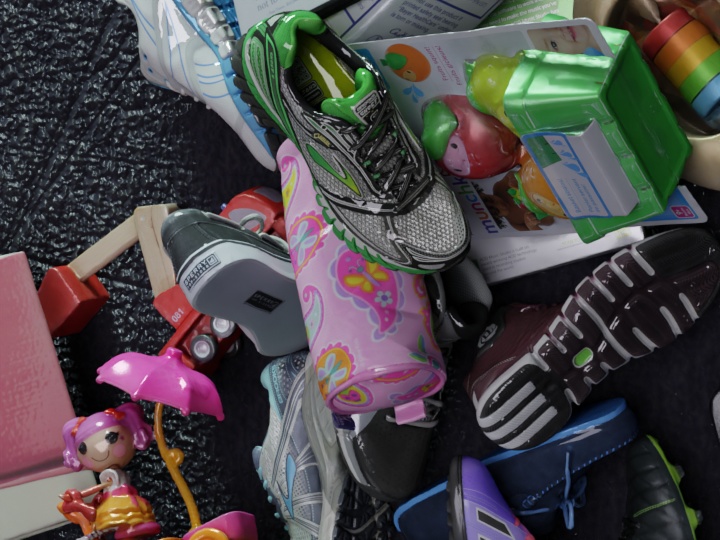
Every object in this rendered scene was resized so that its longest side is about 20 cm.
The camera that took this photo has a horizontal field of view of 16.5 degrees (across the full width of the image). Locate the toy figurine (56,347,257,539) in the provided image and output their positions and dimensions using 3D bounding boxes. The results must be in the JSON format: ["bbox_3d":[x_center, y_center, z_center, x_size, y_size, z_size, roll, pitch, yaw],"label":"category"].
[{"bbox_3d":[-0.152,0.151,1.737,0.200,0.150,0.185,-21,72,18],"label":"toy figurine"}]

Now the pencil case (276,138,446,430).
[{"bbox_3d":[0.000,0.000,1.641,0.087,0.087,0.200,-24,64,23],"label":"pencil case"}]

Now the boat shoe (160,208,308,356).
[{"bbox_3d":[-0.077,0.005,1.691,0.074,0.199,0.068,-42,64,14],"label":"boat shoe"}]

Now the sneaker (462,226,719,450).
[{"bbox_3d":[0.144,0.027,1.675,0.200,0.116,0.076,-38,115,-2],"label":"sneaker"}]

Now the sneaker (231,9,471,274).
[{"bbox_3d":[-0.002,-0.078,1.570,0.078,0.085,0.200,-44,97,-18],"label":"sneaker"}]

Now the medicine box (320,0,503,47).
[{"bbox_3d":[0.008,-0.236,1.673,0.200,0.103,0.182,-42,62,20],"label":"medicine box"}]

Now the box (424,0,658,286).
[{"bbox_3d":[0.110,-0.098,1.702,0.144,0.036,0.201,-15,90,23],"label":"box"}]

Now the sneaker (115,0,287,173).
[{"bbox_3d":[-0.110,-0.146,1.778,0.087,0.075,0.200,-40,72,29],"label":"sneaker"}]

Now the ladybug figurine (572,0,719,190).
[{"bbox_3d":[0.225,-0.137,1.629,0.136,0.072,0.200,-40,79,22],"label":"ladybug figurine"}]

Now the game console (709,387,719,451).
[{"bbox_3d":[0.314,0.158,1.592,0.172,0.119,0.201,-15,88,23],"label":"game console"}]

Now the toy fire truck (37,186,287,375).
[{"bbox_3d":[-0.134,0.001,1.804,0.141,0.049,0.200,44,108,14],"label":"toy fire truck"}]

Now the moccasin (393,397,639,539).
[{"bbox_3d":[0.117,0.150,1.706,0.200,0.080,0.068,-31,88,36],"label":"moccasin"}]

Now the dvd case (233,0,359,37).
[{"bbox_3d":[-0.038,-0.261,1.634,0.142,0.018,0.201,-24,69,29],"label":"dvd case"}]

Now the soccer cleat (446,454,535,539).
[{"bbox_3d":[0.109,0.211,1.658,0.073,0.068,0.201,-14,103,14],"label":"soccer cleat"}]

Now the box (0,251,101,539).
[{"bbox_3d":[-0.281,0.102,1.815,0.128,0.109,0.201,-21,86,64],"label":"box"}]

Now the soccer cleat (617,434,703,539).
[{"bbox_3d":[0.194,0.212,1.668,0.081,0.068,0.201,-11,91,-6],"label":"soccer cleat"}]

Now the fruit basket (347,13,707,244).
[{"bbox_3d":[0.100,-0.082,1.594,0.200,0.094,0.185,-7,133,32],"label":"fruit basket"}]

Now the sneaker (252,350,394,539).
[{"bbox_3d":[-0.031,0.153,1.771,0.086,0.078,0.201,-3,87,36],"label":"sneaker"}]

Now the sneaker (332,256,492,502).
[{"bbox_3d":[0.040,0.061,1.689,0.115,0.075,0.201,1,93,54],"label":"sneaker"}]
